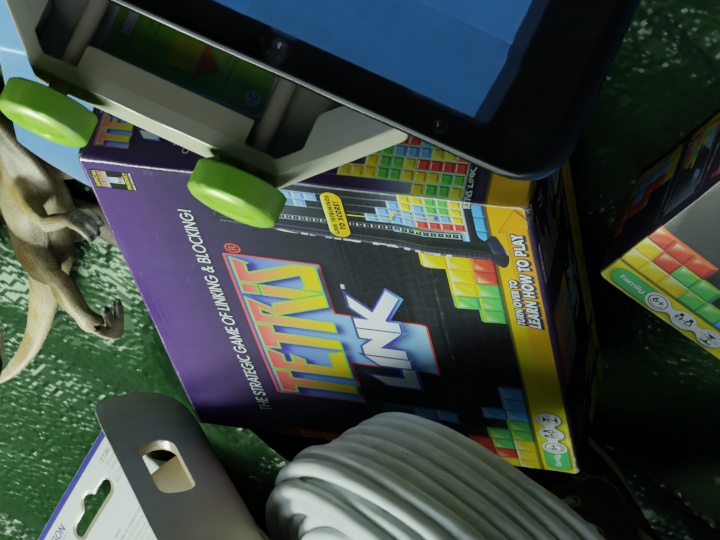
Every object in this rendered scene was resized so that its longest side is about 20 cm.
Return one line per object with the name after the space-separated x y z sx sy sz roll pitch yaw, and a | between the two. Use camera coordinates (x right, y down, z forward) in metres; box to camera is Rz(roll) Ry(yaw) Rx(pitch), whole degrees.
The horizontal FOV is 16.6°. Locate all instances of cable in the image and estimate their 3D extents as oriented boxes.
0.047 0.140 0.939 0.200 0.069 0.200 46 161 16 | cable

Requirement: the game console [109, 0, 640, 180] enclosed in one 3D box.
0.008 -0.152 0.752 0.199 0.119 0.171 24 144 3 | game console

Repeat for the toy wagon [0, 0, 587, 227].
-0.022 -0.093 0.817 0.199 0.156 0.040 24 171 3 | toy wagon

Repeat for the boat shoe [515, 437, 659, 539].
0.089 0.114 1.013 0.200 0.072 0.068 52 179 15 | boat shoe

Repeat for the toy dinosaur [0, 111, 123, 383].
-0.134 -0.015 1.074 0.101 0.058 0.200 27 146 28 | toy dinosaur

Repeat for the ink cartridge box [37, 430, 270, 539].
-0.072 0.168 1.186 0.200 0.037 0.095 45 120 22 | ink cartridge box

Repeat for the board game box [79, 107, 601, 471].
0.000 0.000 0.938 0.165 0.057 0.200 5 150 15 | board game box

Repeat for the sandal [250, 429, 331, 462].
0.008 0.100 1.090 0.200 0.075 0.045 33 108 3 | sandal

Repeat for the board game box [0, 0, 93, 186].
-0.058 -0.085 0.936 0.157 0.039 0.200 12 150 7 | board game box

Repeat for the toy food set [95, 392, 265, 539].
-0.049 0.159 1.026 0.200 0.060 0.144 65 173 -26 | toy food set

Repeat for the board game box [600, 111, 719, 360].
0.212 0.004 0.867 0.200 0.057 0.165 34 144 -10 | board game box

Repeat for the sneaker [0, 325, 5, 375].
-0.215 0.025 1.125 0.199 0.070 0.093 22 162 39 | sneaker
